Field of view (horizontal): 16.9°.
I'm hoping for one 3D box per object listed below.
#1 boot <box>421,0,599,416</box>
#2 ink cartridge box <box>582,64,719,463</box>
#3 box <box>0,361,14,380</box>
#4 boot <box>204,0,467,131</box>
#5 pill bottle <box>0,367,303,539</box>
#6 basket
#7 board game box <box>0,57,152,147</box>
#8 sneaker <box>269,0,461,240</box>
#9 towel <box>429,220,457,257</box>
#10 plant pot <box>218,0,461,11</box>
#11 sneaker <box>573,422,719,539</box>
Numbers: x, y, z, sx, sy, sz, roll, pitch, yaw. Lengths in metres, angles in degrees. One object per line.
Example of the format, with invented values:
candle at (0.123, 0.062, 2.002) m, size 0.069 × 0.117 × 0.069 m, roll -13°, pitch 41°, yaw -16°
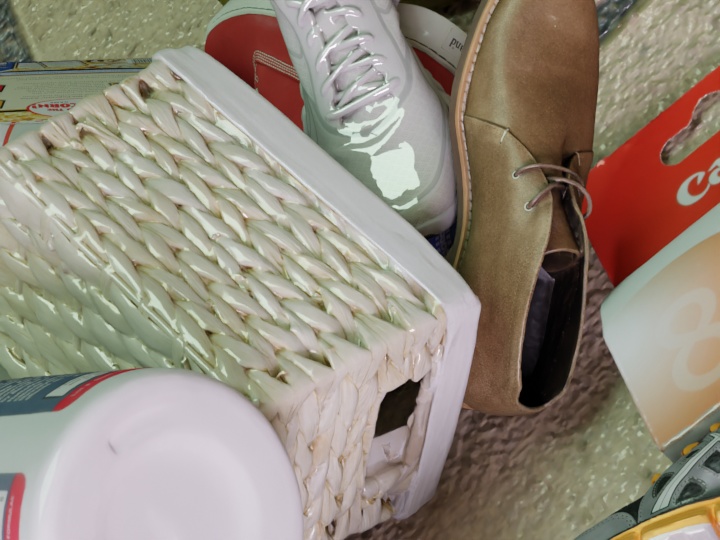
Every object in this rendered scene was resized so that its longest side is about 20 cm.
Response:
boot at (0.078, -0.036, 1.031) m, size 0.075 × 0.073 × 0.201 m, roll 9°, pitch 91°, yaw 64°
ink cartridge box at (0.163, -0.030, 0.995) m, size 0.162 × 0.050 × 0.200 m, roll -40°, pitch 42°, yaw 16°
box at (-0.160, 0.072, 1.112) m, size 0.069 × 0.199 × 0.082 m, roll -66°, pitch 28°, yaw 23°
boot at (-0.041, -0.065, 1.202) m, size 0.200 × 0.072 × 0.145 m, roll 14°, pitch 68°, yaw 54°
pill bottle at (-0.125, 0.101, 0.954) m, size 0.200 × 0.119 × 0.120 m, roll -6°, pitch 56°, yaw 52°
basket at (-0.064, 0.022, 1.040) m, size 0.123 × 0.136 × 0.200 m, roll -27°, pitch 56°, yaw -32°
board game box at (-0.149, -0.072, 1.229) m, size 0.200 × 0.151 × 0.047 m, roll -125°, pitch 34°, yaw -74°
sneaker at (-0.006, -0.100, 1.096) m, size 0.075 × 0.081 × 0.201 m, roll -23°, pitch 59°, yaw 10°
towel at (0.000, 0.000, 1.164) m, size 0.200 × 0.024 × 0.145 m, roll -32°, pitch 41°, yaw 25°
plant pot at (0.008, -0.241, 1.226) m, size 0.176 × 0.200 × 0.201 m, roll 8°, pitch 66°, yaw 36°
sneaker at (0.157, 0.077, 0.900) m, size 0.199 × 0.078 × 0.077 m, roll -29°, pitch 41°, yaw 14°
